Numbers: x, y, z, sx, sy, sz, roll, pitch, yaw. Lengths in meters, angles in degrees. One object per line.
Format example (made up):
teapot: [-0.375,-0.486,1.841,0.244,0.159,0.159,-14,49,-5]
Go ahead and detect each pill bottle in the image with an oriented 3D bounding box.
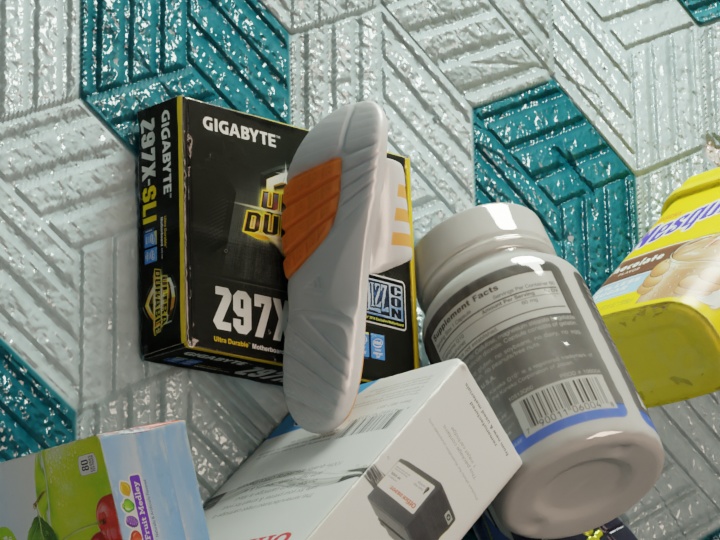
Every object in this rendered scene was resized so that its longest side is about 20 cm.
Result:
pill bottle: [0.106,0.061,1.772,0.114,0.114,0.200,16,39,-42]

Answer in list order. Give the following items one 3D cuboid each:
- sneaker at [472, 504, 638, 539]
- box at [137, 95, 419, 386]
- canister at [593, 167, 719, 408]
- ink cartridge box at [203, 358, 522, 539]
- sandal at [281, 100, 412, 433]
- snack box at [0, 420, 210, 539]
sneaker: [0.103,0.151,1.834,0.074,0.082,0.200,-26,77,-35]
box: [-0.050,-0.011,1.742,0.200,0.049,0.160,14,69,-43]
canister: [0.244,0.008,1.966,0.200,0.148,0.087,-46,111,-42]
ink cartridge box: [-0.019,0.151,1.648,0.200,0.145,0.084,-46,111,-43]
sandal: [-0.006,0.001,1.698,0.059,0.079,0.207,17,73,-43]
snack box: [-0.161,0.180,1.452,0.068,0.200,0.169,-7,82,-47]
